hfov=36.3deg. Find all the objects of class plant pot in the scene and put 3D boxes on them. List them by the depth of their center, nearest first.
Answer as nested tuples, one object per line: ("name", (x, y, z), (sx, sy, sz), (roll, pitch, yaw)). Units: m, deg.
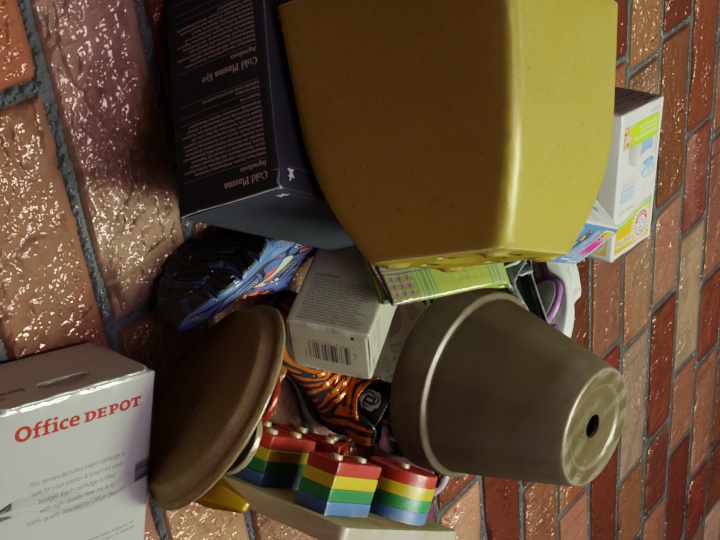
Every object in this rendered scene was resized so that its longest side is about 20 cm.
("plant pot", (0.077, -0.103, 0.818), (0.194, 0.195, 0.200), (3, 81, -56))
("plant pot", (0.158, 0.127, 1.078), (0.200, 0.173, 0.200), (-21, 119, -45))

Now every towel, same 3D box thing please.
("towel", (0.046, -0.058, 1.023), (0.144, 0.200, 0.023), (-10, 151, -28))

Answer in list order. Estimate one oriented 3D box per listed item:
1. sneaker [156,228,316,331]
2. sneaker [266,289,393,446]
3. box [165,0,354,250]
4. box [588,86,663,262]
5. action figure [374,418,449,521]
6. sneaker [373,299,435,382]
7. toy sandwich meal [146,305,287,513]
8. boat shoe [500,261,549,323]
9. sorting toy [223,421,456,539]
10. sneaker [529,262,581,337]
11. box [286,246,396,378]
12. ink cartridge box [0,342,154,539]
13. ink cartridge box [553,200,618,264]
("sneaker", (-0.097, -0.002, 0.975), (0.200, 0.075, 0.078), (-39, 136, -34))
("sneaker", (-0.020, 0.100, 1.083), (0.078, 0.112, 0.200), (-53, 140, -23))
("box", (-0.050, -0.124, 0.896), (0.200, 0.104, 0.182), (12, 68, -53))
("box", (0.316, -0.128, 1.430), (0.112, 0.101, 0.200), (-27, 126, -43))
("action figure", (0.065, 0.267, 1.254), (0.134, 0.149, 0.200), (-17, 105, -55))
("sneaker", (0.051, 0.089, 1.169), (0.076, 0.115, 0.201), (8, 99, -54))
("toy sandwich meal", (-0.109, 0.119, 0.913), (0.070, 0.205, 0.205), (33, 77, -25))
("boat shoe", (0.172, -0.005, 1.268), (0.074, 0.068, 0.200), (-10, 86, -52))
("sorting toy", (-0.032, 0.197, 1.039), (0.199, 0.200, 0.070), (21, 84, -54))
("sneaker", (0.245, 0.031, 1.353), (0.100, 0.075, 0.200), (36, 41, -33))
("box", (0.000, 0.000, 1.034), (0.068, 0.082, 0.200), (86, 21, -48))
("ink cartridge box", (-0.243, 0.169, 0.846), (0.146, 0.084, 0.200), (-13, 115, -50))
("ink cartridge box", (0.192, -0.083, 1.240), (0.076, 0.137, 0.200), (-43, 156, 22))
